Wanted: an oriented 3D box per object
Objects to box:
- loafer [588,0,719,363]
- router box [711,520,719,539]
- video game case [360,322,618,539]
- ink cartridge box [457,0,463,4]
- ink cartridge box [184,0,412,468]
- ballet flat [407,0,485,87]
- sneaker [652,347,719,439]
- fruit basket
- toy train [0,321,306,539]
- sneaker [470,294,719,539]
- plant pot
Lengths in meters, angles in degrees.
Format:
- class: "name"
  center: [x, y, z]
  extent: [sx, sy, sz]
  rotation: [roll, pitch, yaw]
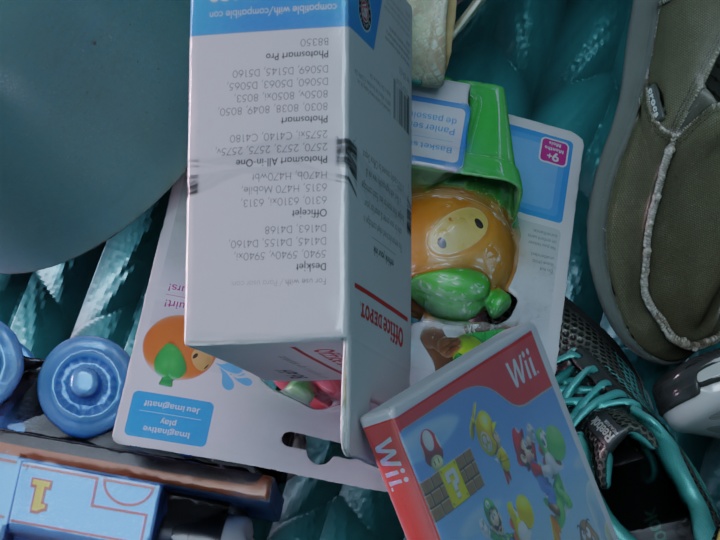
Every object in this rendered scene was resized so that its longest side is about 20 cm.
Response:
- class: "loafer"
  center: [0.153, -0.055, 1.024]
  extent: [0.075, 0.070, 0.201]
  rotation: [-4, 102, -40]
- class: "router box"
  center: [0.243, 0.130, 0.933]
  extent: [0.200, 0.052, 0.158]
  rotation: [24, 84, 11]
- class: "video game case"
  center: [0.072, 0.131, 0.915]
  extent: [0.017, 0.143, 0.201]
  rotation: [-21, 92, 29]
- class: "ink cartridge box"
  center: [-0.019, -0.183, 1.123]
  extent: [0.199, 0.041, 0.200]
  rotation: [-30, 68, 22]
- class: "ink cartridge box"
  center: [-0.023, -0.022, 0.915]
  extent: [0.066, 0.116, 0.201]
  rotation: [-2, 80, 13]
- class: "ballet flat"
  center: [0.051, -0.172, 1.025]
  extent: [0.062, 0.067, 0.201]
  rotation: [24, 83, 1]
- class: "sneaker"
  center: [0.228, 0.088, 1.017]
  extent: [0.200, 0.076, 0.116]
  rotation: [1, 71, -21]
- class: "fruit basket"
  center: [0.000, 0.000, 1.014]
  extent: [0.185, 0.094, 0.200]
  rotation: [11, 54, 1]
- class: "toy train"
  center: [-0.127, 0.090, 1.047]
  extent: [0.199, 0.087, 0.115]
  rotation: [10, 79, 3]
- class: "sneaker"
  center: [0.111, 0.075, 1.035]
  extent: [0.077, 0.091, 0.200]
  rotation: [-30, 67, -10]
- class: "plant pot"
  center: [-0.172, -0.125, 1.040]
  extent: [0.200, 0.161, 0.201]
  rotation: [-24, 46, 27]
